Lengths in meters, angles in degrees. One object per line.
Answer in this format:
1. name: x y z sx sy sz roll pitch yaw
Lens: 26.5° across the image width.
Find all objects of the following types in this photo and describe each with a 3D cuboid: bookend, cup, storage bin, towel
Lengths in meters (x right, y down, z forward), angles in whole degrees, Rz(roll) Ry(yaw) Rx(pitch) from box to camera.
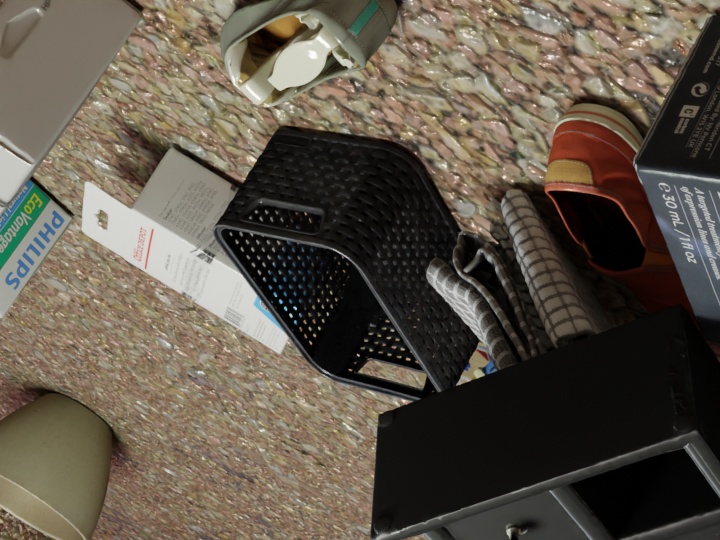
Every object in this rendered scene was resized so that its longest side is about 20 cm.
1. bookend: 0.140 0.144 0.893 0.199 0.093 0.199 -21 129 24
2. cup: -0.406 0.247 2.006 0.199 0.144 0.201 25 155 12
3. storage bin: 0.000 0.000 1.126 0.134 0.094 0.200 12 149 37
4. towel: 0.133 0.070 1.008 0.200 0.085 0.166 51 -168 -38

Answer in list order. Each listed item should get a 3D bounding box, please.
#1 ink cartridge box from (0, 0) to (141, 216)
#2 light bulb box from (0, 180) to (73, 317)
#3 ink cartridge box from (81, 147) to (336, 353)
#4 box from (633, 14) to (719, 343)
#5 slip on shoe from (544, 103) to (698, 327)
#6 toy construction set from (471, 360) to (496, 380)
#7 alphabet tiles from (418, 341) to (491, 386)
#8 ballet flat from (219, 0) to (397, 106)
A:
1. ink cartridge box: -0.252 -0.124 1.115 0.084 0.147 0.200 36 156 -13
2. light bulb box: -0.417 -0.060 1.456 0.200 0.125 0.197 45 152 -27
3. ink cartridge box: -0.126 -0.025 1.254 0.199 0.068 0.116 31 156 0
4. box: 0.258 -0.030 0.750 0.199 0.108 0.149 11 149 36
5. slip on shoe: 0.166 -0.016 0.941 0.074 0.062 0.200 6 147 40
6. toy construction set: 0.170 0.147 1.176 0.199 0.093 0.131 31 -165 -6
7. alphabet tiles: 0.123 0.113 1.305 0.165 0.006 0.201 18 153 26
8. ballet flat: -0.049 -0.136 0.957 0.067 0.064 0.200 40 155 -19
